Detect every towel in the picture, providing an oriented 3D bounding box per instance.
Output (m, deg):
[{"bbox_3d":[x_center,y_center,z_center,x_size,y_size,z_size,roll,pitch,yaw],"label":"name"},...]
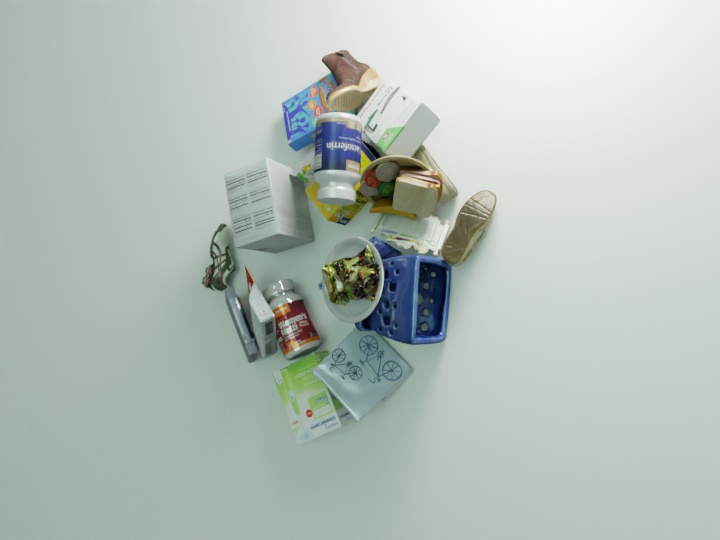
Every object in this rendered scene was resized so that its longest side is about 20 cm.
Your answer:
[{"bbox_3d":[0.000,0.000,1.345,0.199,0.146,0.024,-40,59,17],"label":"towel"}]

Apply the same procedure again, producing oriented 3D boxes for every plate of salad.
[{"bbox_3d":[-0.028,0.020,1.232,0.198,0.048,0.204,-7,80,42],"label":"plate of salad"}]

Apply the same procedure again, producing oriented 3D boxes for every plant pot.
[{"bbox_3d":[0.097,0.065,1.276,0.177,0.199,0.204,4,89,31],"label":"plant pot"}]

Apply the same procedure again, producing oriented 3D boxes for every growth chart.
[{"bbox_3d":[0.122,-0.104,1.318,0.198,0.018,0.145,20,53,22],"label":"growth chart"}]

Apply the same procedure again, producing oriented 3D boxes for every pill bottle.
[{"bbox_3d":[-0.191,0.133,1.446,0.109,0.109,0.202,-30,76,20],"label":"pill bottle"},{"bbox_3d":[-0.055,-0.266,1.281,0.114,0.115,0.204,1,88,24],"label":"pill bottle"}]

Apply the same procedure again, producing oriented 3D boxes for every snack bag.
[{"bbox_3d":[0.004,0.258,1.355,0.200,0.021,0.188,-43,72,-12],"label":"snack bag"}]

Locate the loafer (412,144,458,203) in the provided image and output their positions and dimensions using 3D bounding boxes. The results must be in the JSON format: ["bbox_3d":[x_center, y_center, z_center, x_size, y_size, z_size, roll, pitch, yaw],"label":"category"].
[{"bbox_3d":[0.162,-0.249,1.322,0.068,0.076,0.201,-39,73,12],"label":"loafer"}]

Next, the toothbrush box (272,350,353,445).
[{"bbox_3d":[-0.127,0.338,1.420,0.144,0.086,0.203,-27,78,20],"label":"toothbrush box"}]

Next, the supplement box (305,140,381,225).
[{"bbox_3d":[-0.027,-0.230,1.390,0.200,0.109,0.110,-44,71,17],"label":"supplement box"}]

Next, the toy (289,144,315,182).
[{"bbox_3d":[-0.092,-0.311,1.422,0.114,0.047,0.201,20,65,49],"label":"toy"}]

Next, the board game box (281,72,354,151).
[{"bbox_3d":[-0.119,-0.440,1.458,0.198,0.045,0.154,-24,62,21],"label":"board game box"}]

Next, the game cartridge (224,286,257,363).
[{"bbox_3d":[-0.338,0.155,1.509,0.038,0.130,0.202,-18,76,-23],"label":"game cartridge"}]

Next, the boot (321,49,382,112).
[{"bbox_3d":[-0.052,-0.499,1.386,0.166,0.199,0.073,45,144,20],"label":"boot"}]

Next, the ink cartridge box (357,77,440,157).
[{"bbox_3d":[0.083,-0.369,1.314,0.147,0.084,0.201,-51,41,13],"label":"ink cartridge box"}]

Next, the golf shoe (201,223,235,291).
[{"bbox_3d":[-0.408,-0.037,1.586,0.087,0.077,0.203,12,95,4],"label":"golf shoe"}]

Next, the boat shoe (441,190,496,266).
[{"bbox_3d":[0.260,-0.099,1.275,0.074,0.066,0.201,34,86,23],"label":"boat shoe"}]

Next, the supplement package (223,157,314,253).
[{"bbox_3d":[-0.245,-0.167,1.441,0.145,0.191,0.203,-14,81,22],"label":"supplement package"}]

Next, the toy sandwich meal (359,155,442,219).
[{"bbox_3d":[0.094,-0.188,1.264,0.202,0.206,0.071,-10,51,23],"label":"toy sandwich meal"}]

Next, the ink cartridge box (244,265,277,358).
[{"bbox_3d":[-0.289,0.114,1.449,0.200,0.057,0.164,48,149,33],"label":"ink cartridge box"}]
